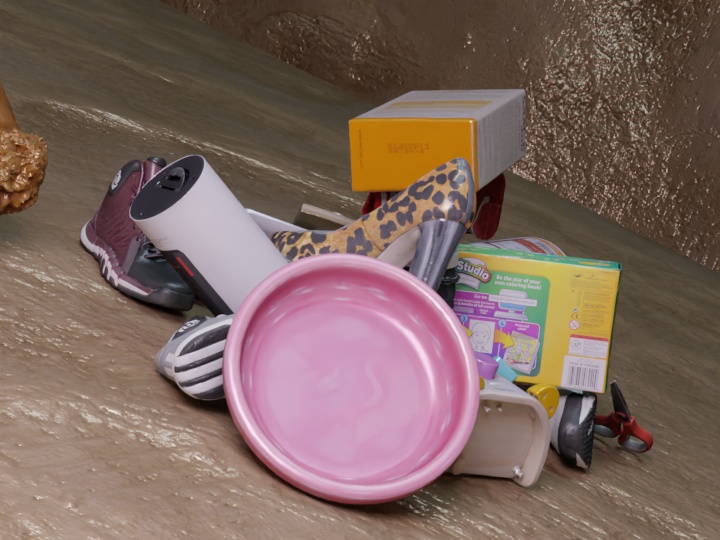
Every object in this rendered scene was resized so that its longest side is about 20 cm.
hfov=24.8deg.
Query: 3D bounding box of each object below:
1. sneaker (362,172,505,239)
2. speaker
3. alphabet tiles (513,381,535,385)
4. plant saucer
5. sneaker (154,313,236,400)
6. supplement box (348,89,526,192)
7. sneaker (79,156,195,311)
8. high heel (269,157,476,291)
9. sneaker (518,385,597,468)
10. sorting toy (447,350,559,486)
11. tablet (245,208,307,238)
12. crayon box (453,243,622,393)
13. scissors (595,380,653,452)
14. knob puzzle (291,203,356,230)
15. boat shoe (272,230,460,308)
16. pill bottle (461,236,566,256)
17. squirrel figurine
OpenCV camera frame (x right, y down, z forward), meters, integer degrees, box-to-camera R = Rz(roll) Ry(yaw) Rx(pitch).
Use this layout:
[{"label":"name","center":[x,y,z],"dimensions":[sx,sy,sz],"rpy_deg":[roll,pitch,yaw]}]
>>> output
[{"label":"sneaker","center":[0.071,-0.076,1.664],"dimensions":[0.115,0.079,0.200],"rpy_deg":[13,6,21]},{"label":"speaker","center":[-0.108,-0.003,1.396],"dimensions":[0.200,0.081,0.081],"rpy_deg":[52,-4,-29]},{"label":"alphabet tiles","center":[0.092,0.089,1.623],"dimensions":[0.166,0.006,0.200],"rpy_deg":[2,9,-29]},{"label":"plant saucer","center":[-0.010,0.086,1.251],"dimensions":[0.200,0.201,0.051],"rpy_deg":[22,-30,-5]},{"label":"sneaker","center":[-0.080,0.047,1.343],"dimensions":[0.200,0.075,0.115],"rpy_deg":[-15,9,-28]},{"label":"supplement box","center":[0.080,-0.129,1.607],"dimensions":[0.126,0.074,0.200],"rpy_deg":[2,15,20]},{"label":"sneaker","center":[-0.202,-0.046,1.547],"dimensions":[0.076,0.116,0.200],"rpy_deg":[14,14,-37]},{"label":"high heel","center":[0.011,-0.047,1.423],"dimensions":[0.200,0.143,0.071],"rpy_deg":[21,-2,40]},{"label":"sneaker","center":[0.188,0.142,1.600],"dimensions":[0.080,0.074,0.200],"rpy_deg":[7,8,1]},{"label":"sorting toy","center":[0.056,0.089,1.401],"dimensions":[0.200,0.107,0.180],"rpy_deg":[12,25,-44]},{"label":"tablet","center":[-0.054,-0.008,1.745],"dimensions":[0.200,0.014,0.130],"rpy_deg":[19,-26,-15]},{"label":"crayon box","center":[0.140,0.041,1.545],"dimensions":[0.199,0.119,0.058],"rpy_deg":[7,8,8]},{"label":"scissors","center":[0.265,0.144,1.613],"dimensions":[0.073,0.014,0.200],"rpy_deg":[25,-17,8]},{"label":"knob puzzle","center":[0.017,-0.013,1.764],"dimensions":[0.219,0.031,0.220],"rpy_deg":[14,-23,6]},{"label":"boat shoe","center":[0.000,0.000,1.499],"dimensions":[0.200,0.061,0.076],"rpy_deg":[11,15,39]},{"label":"pill bottle","center":[0.136,0.025,1.691],"dimensions":[0.112,0.112,0.200],"rpy_deg":[29,18,27]},{"label":"squirrel figurine","center":[-0.382,-0.099,1.412],"dimensions":[0.200,0.142,0.186],"rpy_deg":[28,19,35]}]
